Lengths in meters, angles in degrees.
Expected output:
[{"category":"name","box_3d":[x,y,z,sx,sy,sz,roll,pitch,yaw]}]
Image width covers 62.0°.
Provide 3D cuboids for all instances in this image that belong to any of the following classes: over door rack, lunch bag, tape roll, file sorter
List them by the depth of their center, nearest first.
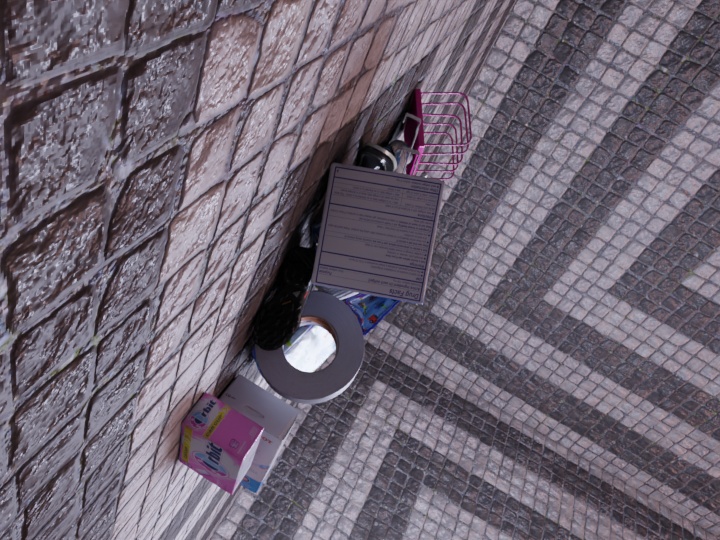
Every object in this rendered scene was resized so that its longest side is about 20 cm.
[{"category":"tape roll","box_3d":[-0.093,0.142,1.110,0.201,0.200,0.066,-59,176,-18]},{"category":"over door rack","box_3d":[0.102,-0.178,1.161,0.148,0.066,0.200,-82,177,-50]},{"category":"lunch bag","box_3d":[-0.123,0.145,1.227,0.200,0.082,0.161,-45,153,-20]},{"category":"lunch bag","box_3d":[0.033,0.063,1.369,0.200,0.094,0.150,-31,-172,-26]},{"category":"file sorter","box_3d":[0.178,-0.309,1.400,0.200,0.125,0.139,103,-15,-75]}]

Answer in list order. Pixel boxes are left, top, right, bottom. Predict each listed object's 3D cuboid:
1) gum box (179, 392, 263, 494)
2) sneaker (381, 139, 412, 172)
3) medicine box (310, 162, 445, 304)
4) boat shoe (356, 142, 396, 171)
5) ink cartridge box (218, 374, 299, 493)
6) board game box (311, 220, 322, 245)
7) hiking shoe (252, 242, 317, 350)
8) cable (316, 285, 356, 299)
[{"category":"gum box","box_3d":[-0.241,0.301,1.022,0.066,0.113,0.200,-56,174,-39]},{"category":"sneaker","box_3d":[0.069,-0.252,1.316,0.200,0.072,0.073,-71,145,-56]},{"category":"medicine box","box_3d":[0.030,-0.060,0.980,0.103,0.182,0.201,-28,128,-83]},{"category":"boat shoe","box_3d":[0.023,-0.183,1.149,0.068,0.072,0.200,-63,178,-13]},{"category":"ink cartridge box","box_3d":[-0.221,0.321,1.174,0.085,0.144,0.200,-55,173,-52]},{"category":"board game box","box_3d":[-0.026,-0.065,1.147,0.135,0.035,0.200,-28,166,-13]},{"category":"hiking shoe","box_3d":[-0.118,0.050,1.044,0.200,0.074,0.087,-61,175,12]},{"category":"cable","box_3d":[0.000,0.000,1.279,0.200,0.069,0.200,-28,-173,-5]}]
